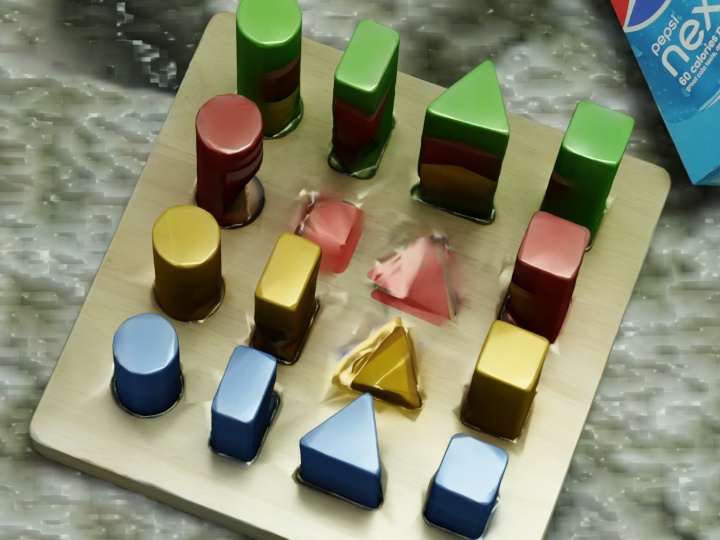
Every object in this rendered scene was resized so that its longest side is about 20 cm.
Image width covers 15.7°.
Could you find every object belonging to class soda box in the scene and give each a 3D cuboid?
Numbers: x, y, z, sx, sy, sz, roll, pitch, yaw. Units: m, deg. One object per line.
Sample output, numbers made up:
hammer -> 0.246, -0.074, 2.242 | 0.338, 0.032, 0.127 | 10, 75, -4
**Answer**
soda box -> 0.137, -0.134, 1.055 | 0.068, 0.064, 0.201 | 0, 61, -44

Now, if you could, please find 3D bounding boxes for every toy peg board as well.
toy peg board -> 0.000, 0.000, 0.989 | 0.199, 0.098, 0.200 | 20, 68, 6
